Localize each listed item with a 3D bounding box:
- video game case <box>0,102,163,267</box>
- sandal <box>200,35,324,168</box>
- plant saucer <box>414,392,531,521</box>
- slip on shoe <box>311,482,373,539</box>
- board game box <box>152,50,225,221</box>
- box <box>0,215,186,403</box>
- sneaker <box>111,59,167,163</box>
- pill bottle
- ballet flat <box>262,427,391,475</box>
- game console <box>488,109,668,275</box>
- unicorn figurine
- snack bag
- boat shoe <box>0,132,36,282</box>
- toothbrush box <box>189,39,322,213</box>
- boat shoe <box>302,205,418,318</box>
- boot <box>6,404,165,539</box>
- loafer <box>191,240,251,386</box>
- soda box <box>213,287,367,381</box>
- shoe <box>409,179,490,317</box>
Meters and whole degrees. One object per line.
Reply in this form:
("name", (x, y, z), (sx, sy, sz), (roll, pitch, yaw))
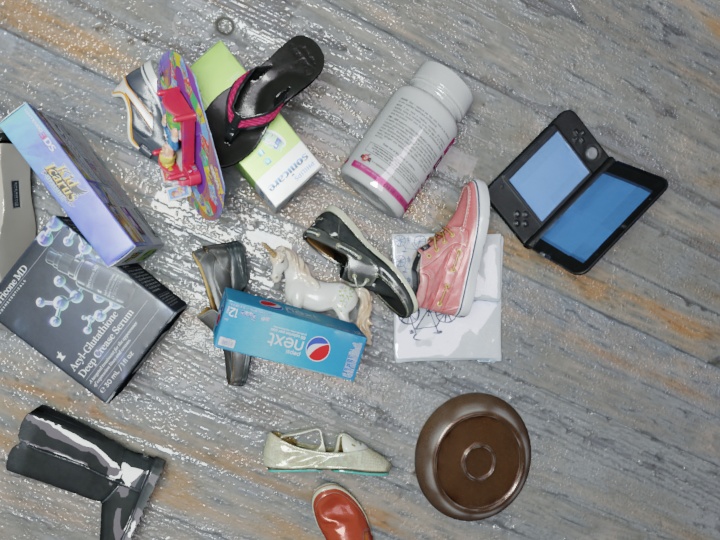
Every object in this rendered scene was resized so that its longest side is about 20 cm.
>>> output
("video game case", (-0.345, -0.100, 0.781), (0.045, 0.181, 0.202), (-36, 97, -5))
("sandal", (-0.122, -0.210, 0.735), (0.075, 0.045, 0.200), (44, 84, -8))
("plant saucer", (0.182, 0.297, 0.956), (0.194, 0.032, 0.207), (0, 92, -10))
("slip on shoe", (-0.013, 0.413, 0.915), (0.073, 0.061, 0.204), (-24, 94, -5))
("board game box", (-0.222, -0.153, 0.732), (0.038, 0.157, 0.206), (-21, 105, -29))
("box", (-0.361, 0.048, 0.823), (0.199, 0.107, 0.150), (39, 87, -8))
("sneaker", (-0.265, -0.177, 0.845), (0.078, 0.079, 0.204), (-26, 102, 4))
("pill bottle", (0.069, -0.188, 0.878), (0.112, 0.113, 0.202), (36, 87, -8))
("ballet flat", (-0.046, 0.267, 0.903), (0.194, 0.067, 0.064), (5, 82, -9))
("game console", (0.320, -0.124, 0.917), (0.200, 0.118, 0.171), (-44, 98, -5))
("unicorn figurine", (-0.072, 0.043, 0.893), (0.195, 0.073, 0.142), (10, 90, -26))
("snack bag", (0.134, 0.045, 0.943), (0.183, 0.021, 0.207), (1, 92, -9))
("boat shoe", (-0.500, -0.083, 0.823), (0.090, 0.075, 0.206), (6, 95, 12))
("toothbrush box", (-0.150, -0.183, 0.828), (0.086, 0.146, 0.201), (-39, 97, -6))
("boat shoe", (0.000, 0.000, 0.883), (0.200, 0.072, 0.068), (45, 62, 4))
("boot", (-0.396, 0.303, 0.847), (0.196, 0.066, 0.168), (26, 80, -12))
("loafer", (-0.196, 0.063, 0.861), (0.070, 0.072, 0.206), (-4, 83, -27))
("soda box", (-0.095, 0.086, 0.819), (0.195, 0.068, 0.066), (18, 97, -18))
("shoe", (0.128, -0.038, 0.894), (0.088, 0.071, 0.206), (9, 91, -11))
